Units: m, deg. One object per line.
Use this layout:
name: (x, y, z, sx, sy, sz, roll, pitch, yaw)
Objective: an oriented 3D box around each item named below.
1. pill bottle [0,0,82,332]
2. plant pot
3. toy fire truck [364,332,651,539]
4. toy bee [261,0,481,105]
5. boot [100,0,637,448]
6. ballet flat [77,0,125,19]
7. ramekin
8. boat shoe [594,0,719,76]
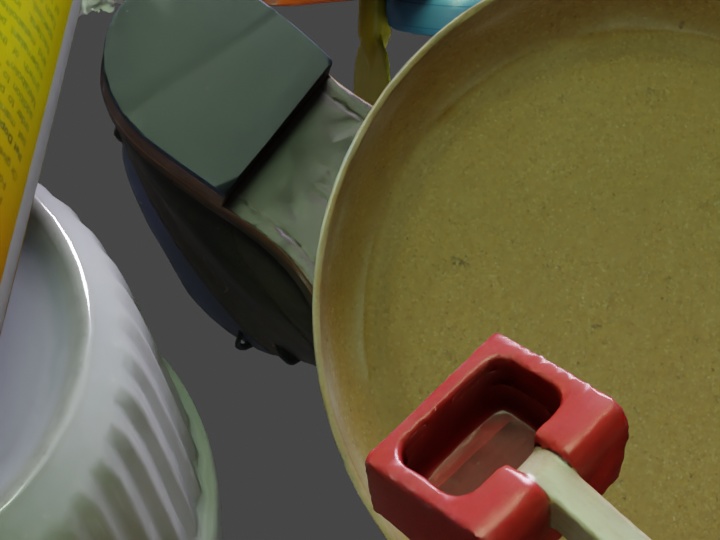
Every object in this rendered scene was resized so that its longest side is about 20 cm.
pill bottle: (-0.134, -0.031, 0.644, 0.108, 0.110, 0.201, 2, 52, 8)
plant pot: (0.083, 0.014, 0.713, 0.198, 0.027, 0.202, 1, 84, -10)
toy fire truck: (0.093, 0.116, 0.611, 0.200, 0.141, 0.049, 36, 66, 28)
toy bee: (0.019, -0.105, 0.833, 0.108, 0.199, 0.132, 17, 88, 51)
boot: (0.000, 0.000, 0.765, 0.075, 0.097, 0.200, -43, 90, -14)
ballet flat: (-0.048, -0.126, 0.861, 0.072, 0.072, 0.199, 32, 37, 27)
ramekin: (-0.142, 0.056, 0.713, 0.198, 0.105, 0.201, -3, 52, 4)
boat shoe: (0.084, -0.077, 0.772, 0.199, 0.066, 0.074, -33, 12, 10)
